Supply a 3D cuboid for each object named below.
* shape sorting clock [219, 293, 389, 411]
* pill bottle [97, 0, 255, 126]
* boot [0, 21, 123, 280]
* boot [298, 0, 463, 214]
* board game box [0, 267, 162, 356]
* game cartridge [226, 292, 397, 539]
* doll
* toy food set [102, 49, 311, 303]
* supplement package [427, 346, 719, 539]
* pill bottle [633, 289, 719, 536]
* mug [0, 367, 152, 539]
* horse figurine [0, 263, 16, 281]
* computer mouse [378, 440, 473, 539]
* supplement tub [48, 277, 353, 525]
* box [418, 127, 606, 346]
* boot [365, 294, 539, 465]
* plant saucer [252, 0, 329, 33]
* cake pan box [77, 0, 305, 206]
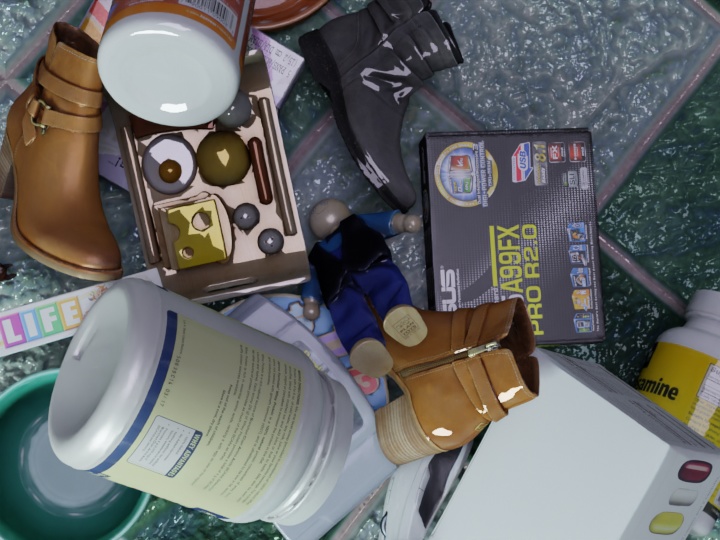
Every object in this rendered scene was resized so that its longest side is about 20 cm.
[{"bbox_3d":[-0.072,0.121,1.064,0.198,0.039,0.202,1,83,-7],"label":"shape sorting clock"},{"bbox_3d":[-0.140,-0.224,0.961,0.111,0.113,0.201,9,53,-5],"label":"pill bottle"},{"bbox_3d":[-0.226,-0.097,0.958,0.076,0.200,0.156,10,116,-39],"label":"boot"},{"bbox_3d":[0.038,-0.162,1.067,0.131,0.070,0.201,-27,79,7],"label":"boot"},{"bbox_3d":[-0.270,0.045,0.975,0.198,0.134,0.035,-17,92,-24],"label":"board game box"},{"bbox_3d":[-0.065,0.126,1.028,0.133,0.041,0.200,-40,96,-12],"label":"game cartridge"},{"bbox_3d":[0.000,0.000,1.027,0.136,0.200,0.048,-44,127,12],"label":"doll"},{"bbox_3d":[-0.131,-0.075,1.015,0.142,0.060,0.202,-12,94,-1],"label":"toy food set"},{"bbox_3d":[0.176,0.193,0.985,0.110,0.155,0.201,16,105,-45],"label":"supplement package"},{"bbox_3d":[0.299,0.125,1.070,0.112,0.112,0.201,28,81,-3],"label":"pill bottle"},{"bbox_3d":[-0.230,0.152,1.004,0.184,0.114,0.153,-31,87,-10],"label":"mug"},{"bbox_3d":[-0.402,0.044,1.005,0.050,0.133,0.200,39,87,24],"label":"horse figurine"},{"bbox_3d":[0.033,0.214,1.043,0.044,0.110,0.201,32,72,-8],"label":"computer mouse"},{"bbox_3d":[-0.119,0.106,0.908,0.199,0.145,0.146,27,80,-29],"label":"supplement tub"},{"bbox_3d":[0.139,-0.028,1.103,0.158,0.044,0.202,-2,84,-7],"label":"box"},{"bbox_3d":[0.073,0.053,1.018,0.154,0.073,0.202,-32,60,32],"label":"boot"},{"bbox_3d":[-0.102,-0.319,1.114,0.198,0.032,0.202,1,84,-6],"label":"plant saucer"},{"bbox_3d":[-0.169,-0.154,1.064,0.199,0.052,0.185,31,93,-4],"label":"cake pan box"}]
